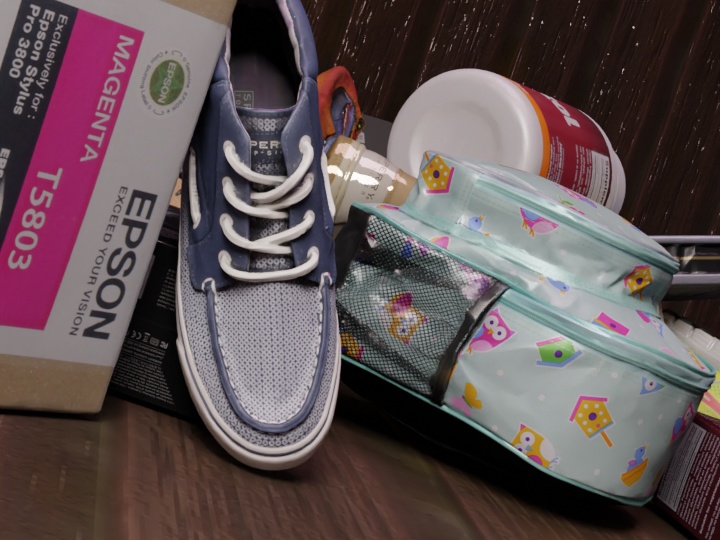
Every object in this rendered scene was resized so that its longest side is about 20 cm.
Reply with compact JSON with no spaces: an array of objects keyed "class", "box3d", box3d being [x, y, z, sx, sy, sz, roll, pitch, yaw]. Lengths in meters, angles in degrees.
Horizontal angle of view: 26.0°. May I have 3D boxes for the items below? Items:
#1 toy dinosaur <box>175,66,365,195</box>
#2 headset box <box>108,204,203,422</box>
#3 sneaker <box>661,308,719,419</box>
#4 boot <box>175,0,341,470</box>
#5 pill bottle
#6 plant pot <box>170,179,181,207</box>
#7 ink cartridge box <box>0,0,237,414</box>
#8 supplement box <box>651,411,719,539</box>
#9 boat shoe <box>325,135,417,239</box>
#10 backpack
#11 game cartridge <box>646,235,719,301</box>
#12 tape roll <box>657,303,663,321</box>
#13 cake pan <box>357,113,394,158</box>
[{"class":"toy dinosaur","box3d":[-0.032,-0.073,0.954,0.199,0.182,0.105,-8,-58,49]},{"class":"headset box","box3d":[-0.109,0.008,0.798,0.148,0.078,0.200,20,4,-1]},{"class":"sneaker","box3d":[0.230,0.089,1.102,0.078,0.090,0.200,37,-4,-35]},{"class":"boot","box3d":[-0.045,-0.022,0.657,0.072,0.201,0.090,-5,-20,-10]},{"class":"pill bottle","box3d":[0.111,-0.070,1.093,0.113,0.114,0.200,22,6,29]},{"class":"plant pot","box3d":[-0.115,-0.052,1.007,0.199,0.201,0.027,17,-33,-20]},{"class":"ink cartridge box","box3d":[-0.147,-0.052,0.595,0.075,0.201,0.164,23,7,38]},{"class":"supplement box","box3d":[0.235,0.133,0.824,0.108,0.061,0.200,19,6,-13]},{"class":"boat shoe","box3d":[0.000,0.000,0.955,0.069,0.074,0.200,21,-29,8]},{"class":"backpack","box3d":[0.091,0.033,0.828,0.200,0.154,0.176,36,7,22]},{"class":"game cartridge","box3d":[0.178,0.001,1.083,0.199,0.041,0.133,0,-10,-15]},{"class":"tape roll","box3d":[0.107,0.038,1.072,0.202,0.037,0.203,-3,-7,0]},{"class":"cake pan","box3d":[-0.015,-0.084,1.162,0.199,0.037,0.200,13,18,-4]}]
